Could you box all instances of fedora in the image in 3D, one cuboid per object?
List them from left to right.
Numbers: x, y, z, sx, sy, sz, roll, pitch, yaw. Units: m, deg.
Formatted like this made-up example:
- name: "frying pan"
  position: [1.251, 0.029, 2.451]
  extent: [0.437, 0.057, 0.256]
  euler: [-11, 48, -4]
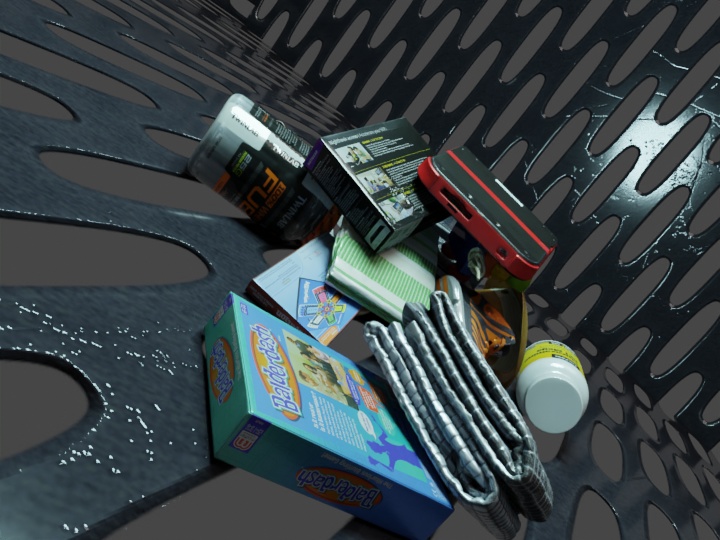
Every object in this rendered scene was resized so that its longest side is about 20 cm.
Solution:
- name: "fedora"
  position: [0.185, 0.086, 0.997]
  extent: [0.080, 0.205, 0.201]
  euler: [5, 21, -8]

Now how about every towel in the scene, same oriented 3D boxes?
- name: "towel"
  position: [0.033, -0.020, 0.822]
  extent: [0.151, 0.023, 0.202]
  euler: [32, 38, -17]
- name: "towel"
  position: [0.098, 0.133, 0.608]
  extent: [0.202, 0.085, 0.166]
  euler: [60, 4, 35]

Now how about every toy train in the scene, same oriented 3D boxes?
- name: "toy train"
  position: [0.184, -0.005, 0.886]
  extent: [0.114, 0.086, 0.201]
  euler: [26, 23, -13]

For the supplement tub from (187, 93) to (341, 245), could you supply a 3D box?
- name: "supplement tub"
  position: [-0.117, -0.124, 0.864]
  extent: [0.198, 0.123, 0.123]
  euler: [35, 14, -16]

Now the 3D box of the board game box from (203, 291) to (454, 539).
- name: "board game box"
  position: [-0.029, 0.115, 0.524]
  extent: [0.198, 0.045, 0.153]
  euler: [34, 15, -29]

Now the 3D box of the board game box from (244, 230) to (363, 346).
- name: "board game box"
  position: [-0.044, 0.018, 0.750]
  extent: [0.103, 0.020, 0.200]
  euler: [41, 27, 4]

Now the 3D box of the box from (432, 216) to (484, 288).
- name: "box"
  position: [0.133, -0.060, 1.328]
  extent: [0.198, 0.125, 0.198]
  euler: [30, 19, -34]

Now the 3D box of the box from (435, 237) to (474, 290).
- name: "box"
  position: [0.083, 0.008, 1.009]
  extent: [0.131, 0.115, 0.201]
  euler: [37, 16, -14]

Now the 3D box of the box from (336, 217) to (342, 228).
- name: "box"
  position: [0.019, -0.051, 1.173]
  extent: [0.200, 0.042, 0.039]
  euler: [46, 14, 23]

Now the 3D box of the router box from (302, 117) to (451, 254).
- name: "router box"
  position: [0.040, -0.118, 0.854]
  extent: [0.150, 0.051, 0.199]
  euler: [52, 40, 11]

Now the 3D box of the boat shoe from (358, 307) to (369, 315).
- name: "boat shoe"
  position: [0.000, 0.000, 0.906]
  extent: [0.071, 0.072, 0.202]
  euler: [25, 39, -12]

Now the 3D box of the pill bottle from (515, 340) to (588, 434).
- name: "pill bottle"
  position: [0.306, 0.187, 1.052]
  extent: [0.112, 0.113, 0.200]
  euler: [41, 14, 6]

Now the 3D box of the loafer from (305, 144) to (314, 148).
- name: "loafer"
  position: [-0.063, -0.163, 1.020]
  extent: [0.200, 0.071, 0.074]
  euler: [-65, 139, -85]

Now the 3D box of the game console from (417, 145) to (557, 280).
- name: "game console"
  position: [0.172, -0.082, 0.869]
  extent: [0.200, 0.031, 0.176]
  euler: [47, 29, 7]

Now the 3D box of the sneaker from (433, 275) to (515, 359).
- name: "sneaker"
  position: [0.146, 0.105, 0.808]
  extent: [0.110, 0.077, 0.204]
  euler: [22, 53, -28]

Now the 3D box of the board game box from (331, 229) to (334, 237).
- name: "board game box"
  position: [-0.116, -0.114, 1.039]
  extent: [0.198, 0.026, 0.201]
  euler: [37, 14, -16]

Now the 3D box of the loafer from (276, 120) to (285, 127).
- name: "loafer"
  position: [-0.138, -0.186, 1.012]
  extent: [0.071, 0.063, 0.201]
  euler: [35, 15, -25]
